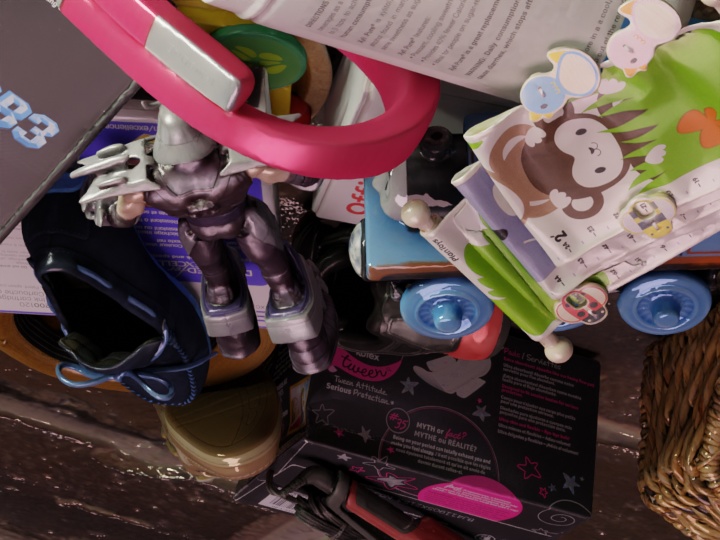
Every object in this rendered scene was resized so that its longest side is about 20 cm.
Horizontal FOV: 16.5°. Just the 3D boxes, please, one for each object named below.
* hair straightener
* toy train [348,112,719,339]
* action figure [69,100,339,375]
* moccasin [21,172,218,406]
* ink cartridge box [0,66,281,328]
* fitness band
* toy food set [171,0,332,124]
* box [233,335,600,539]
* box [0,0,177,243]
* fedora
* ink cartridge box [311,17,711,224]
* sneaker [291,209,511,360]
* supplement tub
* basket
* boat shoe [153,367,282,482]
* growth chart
[{"bbox_3d":[0.003,0.172,1.565,0.077,0.041,0.200,-18,144,40],"label":"hair straightener"},{"bbox_3d":[0.094,-0.029,1.187,0.200,0.087,0.114,-1,139,0],"label":"toy train"},{"bbox_3d":[-0.070,-0.027,1.235,0.130,0.069,0.200,-3,144,14],"label":"action figure"},{"bbox_3d":[-0.139,0.026,1.324,0.080,0.068,0.200,-7,146,19],"label":"moccasin"},{"bbox_3d":[-0.141,-0.041,1.321,0.198,0.043,0.200,4,146,3],"label":"ink cartridge box"},{"bbox_3d":[-0.054,-0.114,1.136,0.144,0.200,0.037,-20,146,-50],"label":"fitness band"},{"bbox_3d":[-0.115,-0.108,1.299,0.200,0.049,0.198,7,152,1],"label":"toy food set"},{"bbox_3d":[0.037,0.103,1.595,0.200,0.115,0.132,17,152,-18],"label":"box"},{"bbox_3d":[-0.222,-0.106,1.179,0.200,0.050,0.199,37,108,-24],"label":"box"},{"bbox_3d":[-0.140,0.003,1.477,0.200,0.082,0.201,5,152,3],"label":"fedora"},{"bbox_3d":[0.086,-0.075,1.277,0.200,0.085,0.145,10,152,-10],"label":"ink cartridge box"},{"bbox_3d":[0.000,0.000,1.376,0.098,0.071,0.200,0,-166,-29],"label":"sneaker"},{"bbox_3d":[0.040,-0.151,1.096,0.200,0.132,0.132,16,151,-17],"label":"supplement tub"},{"bbox_3d":[0.286,0.104,1.509,0.200,0.143,0.149,18,151,-21],"label":"basket"},{"bbox_3d":[-0.088,0.097,1.558,0.071,0.065,0.200,-19,-161,-10],"label":"boat shoe"},{"bbox_3d":[0.116,-0.044,1.103,0.200,0.018,0.145,-34,125,29],"label":"growth chart"}]
